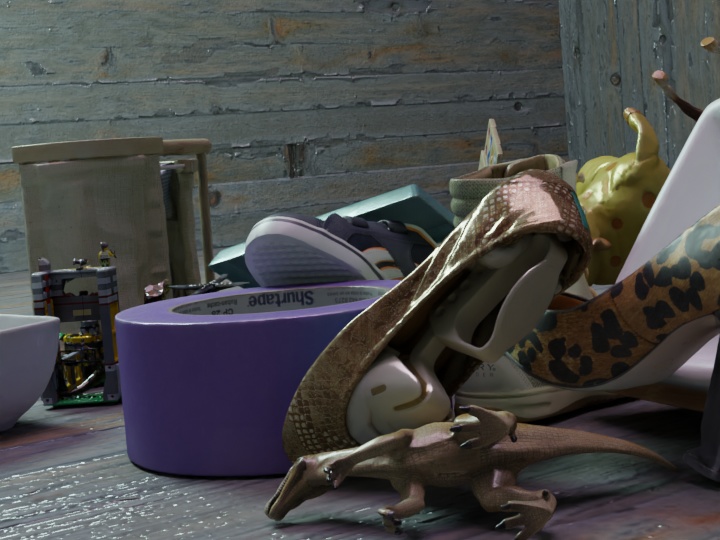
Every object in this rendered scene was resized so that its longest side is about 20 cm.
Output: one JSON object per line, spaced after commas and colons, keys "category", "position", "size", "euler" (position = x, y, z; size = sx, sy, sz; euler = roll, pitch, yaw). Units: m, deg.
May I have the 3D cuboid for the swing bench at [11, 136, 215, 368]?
{"category": "swing bench", "position": [-0.214, -0.018, 1.144], "size": [0.128, 0.201, 0.200], "euler": [-4, 5, 8]}

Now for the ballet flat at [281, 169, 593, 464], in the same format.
{"category": "ballet flat", "position": [0.038, 0.035, 0.616], "size": [0.070, 0.200, 0.065], "euler": [35, 10, -32]}

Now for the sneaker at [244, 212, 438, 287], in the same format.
{"category": "sneaker", "position": [0.000, 0.000, 0.898], "size": [0.078, 0.080, 0.199], "euler": [-25, -45, 37]}

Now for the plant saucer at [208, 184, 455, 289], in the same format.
{"category": "plant saucer", "position": [-0.021, -0.021, 0.957], "size": [0.199, 0.019, 0.070], "euler": [-18, -33, 31]}

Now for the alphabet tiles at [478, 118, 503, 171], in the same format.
{"category": "alphabet tiles", "position": [0.094, -0.025, 0.990], "size": [0.006, 0.168, 0.200], "euler": [7, 18, 1]}

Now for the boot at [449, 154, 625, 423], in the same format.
{"category": "boot", "position": [0.128, 0.005, 0.789], "size": [0.072, 0.156, 0.199], "euler": [0, 6, 44]}

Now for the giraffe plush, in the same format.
{"category": "giraffe plush", "position": [0.186, -0.017, 1.030], "size": [0.161, 0.173, 0.200], "euler": [-26, -22, -14]}

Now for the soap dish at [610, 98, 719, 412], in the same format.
{"category": "soap dish", "position": [0.225, -0.006, 0.696], "size": [0.081, 0.201, 0.157], "euler": [33, -11, -19]}

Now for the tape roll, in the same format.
{"category": "tape roll", "position": [-0.045, 0.059, 0.755], "size": [0.198, 0.086, 0.200], "euler": [-6, 5, 0]}

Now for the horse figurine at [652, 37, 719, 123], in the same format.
{"category": "horse figurine", "position": [0.307, -0.120, 0.892], "size": [0.199, 0.133, 0.050], "euler": [-12, 42, 45]}

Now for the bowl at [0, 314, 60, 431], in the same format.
{"category": "bowl", "position": [-0.324, 0.079, 0.846], "size": [0.199, 0.075, 0.199], "euler": [0, 6, 37]}

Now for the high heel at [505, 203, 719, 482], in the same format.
{"category": "high heel", "position": [0.136, -0.003, 0.621], "size": [0.071, 0.144, 0.200], "euler": [-4, 23, -36]}

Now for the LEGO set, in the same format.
{"category": "LEGO set", "position": [-0.165, 0.032, 0.975], "size": [0.198, 0.117, 0.154], "euler": [-3, 5, 13]}

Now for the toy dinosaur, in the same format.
{"category": "toy dinosaur", "position": [0.054, 0.080, 0.554], "size": [0.198, 0.059, 0.101], "euler": [-5, 3, -3]}
